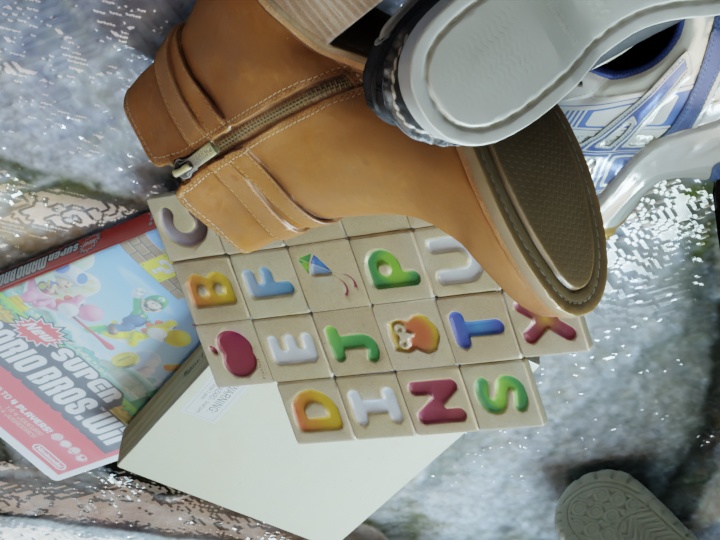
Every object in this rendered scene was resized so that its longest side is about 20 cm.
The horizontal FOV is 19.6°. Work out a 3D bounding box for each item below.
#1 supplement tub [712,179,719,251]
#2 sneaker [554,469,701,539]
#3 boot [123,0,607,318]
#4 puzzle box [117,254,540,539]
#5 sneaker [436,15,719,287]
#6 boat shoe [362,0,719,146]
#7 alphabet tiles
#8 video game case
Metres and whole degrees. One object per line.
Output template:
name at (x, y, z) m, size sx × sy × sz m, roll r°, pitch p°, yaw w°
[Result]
supplement tub at (0.217, 0.041, 0.864) m, size 0.122 × 0.200 × 0.123 m, roll -3°, pitch 159°, yaw -1°
sneaker at (0.183, 0.199, 1.096) m, size 0.077 × 0.200 × 0.111 m, roll -40°, pitch 140°, yaw -7°
boot at (-0.004, -0.039, 0.853) m, size 0.155 × 0.077 × 0.200 m, roll -36°, pitch 93°, yaw 37°
puzzle box at (-0.019, 0.064, 1.041) m, size 0.133 × 0.025 × 0.200 m, roll 25°, pitch 136°, yaw -21°
sneaker at (0.097, -0.066, 0.882) m, size 0.200 × 0.075 × 0.088 m, roll -31°, pitch 113°, yaw 30°
boat shoe at (0.088, -0.110, 0.776) m, size 0.074 × 0.200 × 0.060 m, roll 58°, pitch 163°, yaw -18°
alphabet tiles at (0.000, 0.000, 0.925) m, size 0.200 × 0.006 × 0.167 m, roll -7°, pitch 112°, yaw 33°
video game case at (-0.121, 0.039, 1.056) m, size 0.200 × 0.017 × 0.143 m, roll -20°, pitch 133°, yaw 26°
